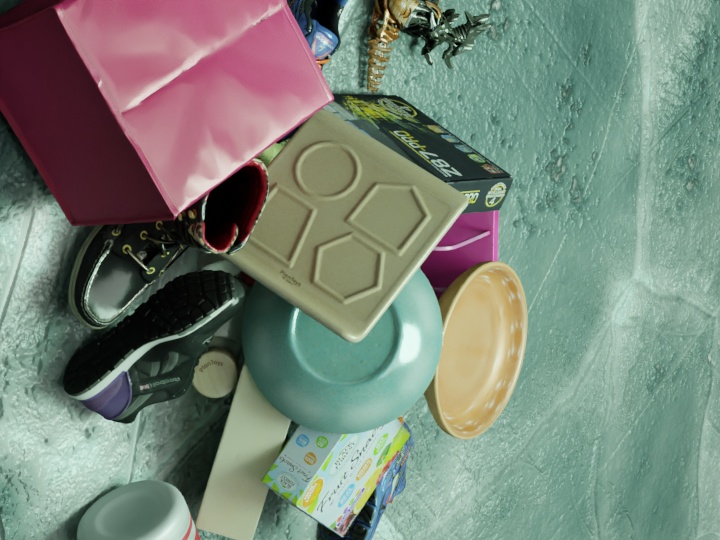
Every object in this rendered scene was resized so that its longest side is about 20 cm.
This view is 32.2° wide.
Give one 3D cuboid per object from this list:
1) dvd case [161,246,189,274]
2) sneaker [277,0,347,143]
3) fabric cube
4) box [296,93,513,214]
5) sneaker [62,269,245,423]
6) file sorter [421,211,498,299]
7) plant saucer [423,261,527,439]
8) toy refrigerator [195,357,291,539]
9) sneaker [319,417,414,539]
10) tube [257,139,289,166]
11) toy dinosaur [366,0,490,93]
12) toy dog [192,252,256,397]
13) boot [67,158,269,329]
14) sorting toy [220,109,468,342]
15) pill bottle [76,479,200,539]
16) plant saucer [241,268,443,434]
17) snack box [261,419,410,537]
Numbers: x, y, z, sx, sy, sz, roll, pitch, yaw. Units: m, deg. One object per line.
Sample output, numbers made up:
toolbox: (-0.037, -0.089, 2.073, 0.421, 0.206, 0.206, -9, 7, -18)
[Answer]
dvd case: (-0.215, -0.100, 1.225, 0.143, 0.018, 0.200, -48, 129, -27)
sneaker: (-0.065, -0.224, 1.276, 0.075, 0.078, 0.201, 30, 64, -42)
fabric cube: (-0.185, -0.175, 1.088, 0.199, 0.196, 0.200, -40, 115, -31)
box: (0.043, -0.128, 1.359, 0.161, 0.200, 0.049, -9, 129, -43)
sneaker: (-0.184, 0.076, 1.208, 0.200, 0.076, 0.088, -32, 130, 13)
file sorter: (0.070, 0.003, 1.440, 0.125, 0.139, 0.201, -21, 114, -55)
plant saucer: (0.123, 0.086, 1.385, 0.200, 0.037, 0.201, -22, 118, -52)
toy refrigerator: (-0.110, 0.176, 1.298, 0.076, 0.070, 0.200, -81, -172, -69)
sneaker: (0.018, 0.268, 1.516, 0.078, 0.075, 0.200, 34, 76, -48)
tube: (-0.104, -0.131, 1.314, 0.200, 0.052, 0.058, 48, 20, -35)
toy dinosaur: (0.061, -0.302, 1.433, 0.136, 0.102, 0.200, 27, 114, -31)
toy dog: (-0.151, 0.026, 1.270, 0.096, 0.132, 0.201, 16, 81, -8)
boot: (-0.176, -0.030, 1.153, 0.073, 0.150, 0.200, 49, 63, -29)
sorting toy: (-0.022, -0.045, 1.208, 0.200, 0.185, 0.037, -50, 163, -23)
pill bottle: (-0.203, 0.322, 1.266, 0.112, 0.112, 0.200, -37, 123, -35)
plant saucer: (-0.016, 0.059, 1.216, 0.200, 0.039, 0.202, 1, 85, -5)
snack box: (-0.021, 0.200, 1.336, 0.142, 0.053, 0.200, -56, 158, -11)
